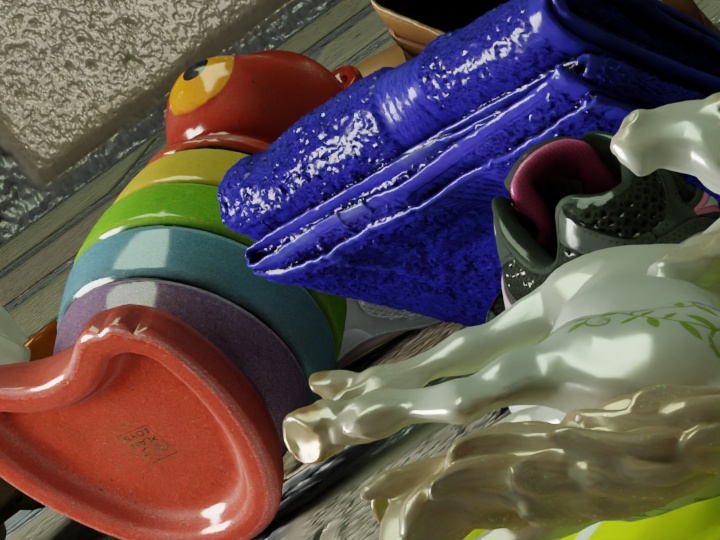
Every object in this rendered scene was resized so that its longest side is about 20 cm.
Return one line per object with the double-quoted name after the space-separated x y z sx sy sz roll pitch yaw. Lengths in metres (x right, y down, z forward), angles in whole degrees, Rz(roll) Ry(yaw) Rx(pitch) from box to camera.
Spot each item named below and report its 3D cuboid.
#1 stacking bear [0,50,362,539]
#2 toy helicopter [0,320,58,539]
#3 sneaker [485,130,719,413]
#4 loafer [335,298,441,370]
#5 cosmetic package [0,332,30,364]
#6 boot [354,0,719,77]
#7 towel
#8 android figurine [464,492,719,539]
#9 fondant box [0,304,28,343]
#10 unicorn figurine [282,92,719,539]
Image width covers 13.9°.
-0.054 -0.004 1.118 0.121 0.114 0.200 -24 34 40 "stacking bear"
-0.145 0.092 1.374 0.132 0.079 0.200 -44 -3 7 "toy helicopter"
0.073 -0.002 0.861 0.080 0.086 0.200 -37 7 -13 "sneaker"
0.000 0.000 1.223 0.200 0.072 0.063 -36 4 28 "loafer"
-0.263 0.089 1.246 0.201 0.165 0.165 -66 13 -7 "cosmetic package"
0.038 -0.082 1.184 0.199 0.077 0.155 -4 -11 28 "boot"
0.060 -0.026 0.955 0.200 0.147 0.050 -26 52 52 "towel"
0.086 0.056 0.650 0.200 0.041 0.182 -28 12 43 "android figurine"
-0.255 0.081 1.555 0.200 0.144 0.058 -31 9 35 "fondant box"
0.054 0.016 0.665 0.137 0.074 0.200 -24 26 8 "unicorn figurine"
